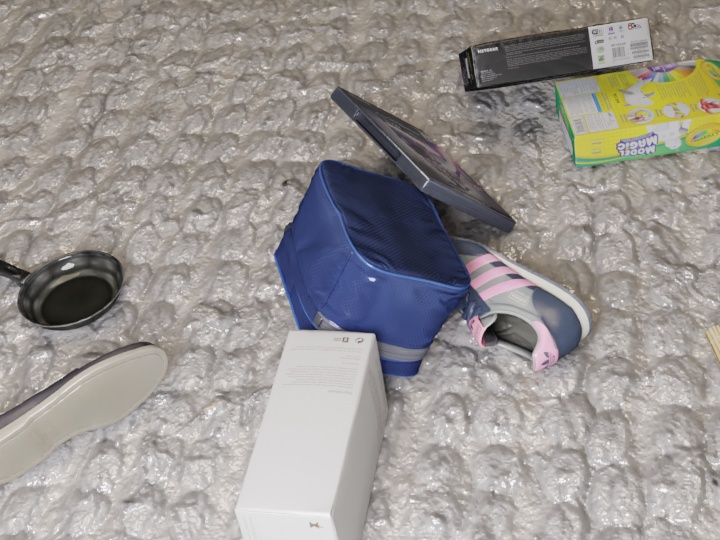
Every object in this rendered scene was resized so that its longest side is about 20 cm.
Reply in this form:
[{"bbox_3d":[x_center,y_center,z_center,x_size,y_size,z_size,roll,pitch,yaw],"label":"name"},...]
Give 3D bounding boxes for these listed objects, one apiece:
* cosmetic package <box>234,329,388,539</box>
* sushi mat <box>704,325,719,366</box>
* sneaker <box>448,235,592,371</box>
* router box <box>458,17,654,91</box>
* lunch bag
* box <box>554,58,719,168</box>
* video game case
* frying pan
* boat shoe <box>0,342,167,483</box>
[{"bbox_3d":[-0.035,0.157,1.102,0.084,0.108,0.201,2,41,13],"label":"cosmetic package"},{"bbox_3d":[0.378,0.114,1.145,0.095,0.012,0.201,-10,41,-1],"label":"sushi mat"},{"bbox_3d":[0.116,0.029,1.243,0.199,0.071,0.082,24,48,34],"label":"sneaker"},{"bbox_3d":[0.217,-0.243,1.490,0.198,0.052,0.149,-9,6,-1],"label":"router box"},{"bbox_3d":[0.000,0.000,1.239,0.135,0.133,0.201,15,31,-27],"label":"lunch bag"},{"bbox_3d":[0.324,-0.178,1.456,0.198,0.049,0.118,-10,40,3],"label":"box"},{"bbox_3d":[0.065,-0.118,1.385,0.019,0.142,0.200,-55,44,14],"label":"video game case"},{"bbox_3d":[-0.333,0.025,1.360,0.188,0.031,0.115,-5,41,11],"label":"frying pan"},{"bbox_3d":[-0.274,0.116,1.208,0.199,0.073,0.063,-32,46,-17],"label":"boat shoe"}]
